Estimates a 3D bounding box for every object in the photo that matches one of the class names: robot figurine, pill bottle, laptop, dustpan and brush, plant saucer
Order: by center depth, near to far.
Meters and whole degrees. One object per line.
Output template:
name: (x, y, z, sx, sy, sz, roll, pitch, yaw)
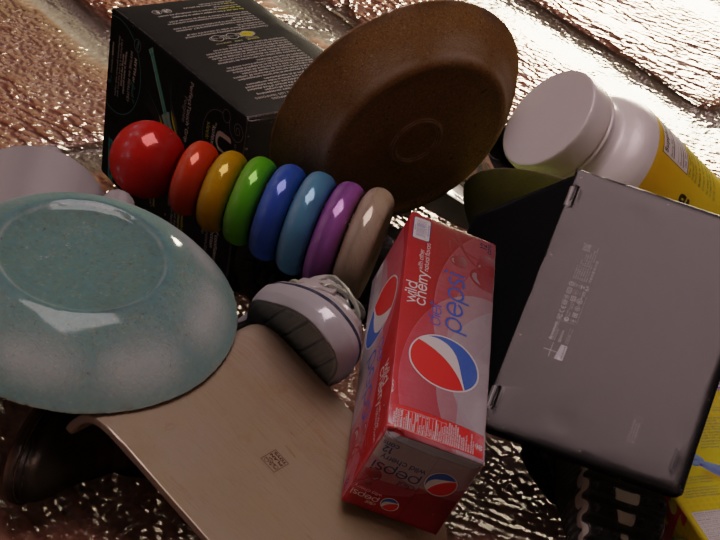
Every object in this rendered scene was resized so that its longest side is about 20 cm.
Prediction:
plant saucer: (-0.170, 0.004, 1.066, 0.200, 0.039, 0.202, 8, 38, -7)
laptop: (0.133, 0.046, 1.134, 0.199, 0.116, 0.188, 18, 67, 13)
robot figurine: (-0.230, -0.009, 1.198, 0.169, 0.113, 0.200, -22, 29, 11)
plant saucer: (0.033, -0.102, 1.260, 0.199, 0.201, 0.036, -8, 49, -29)
plant saucer: (0.160, -0.008, 1.289, 0.199, 0.200, 0.031, 21, 72, 17)
pill bottle: (0.200, -0.058, 1.328, 0.200, 0.112, 0.113, 38, 15, -32)
dustpan and brush: (0.019, -0.083, 1.449, 0.139, 0.057, 0.200, 30, 14, -30)

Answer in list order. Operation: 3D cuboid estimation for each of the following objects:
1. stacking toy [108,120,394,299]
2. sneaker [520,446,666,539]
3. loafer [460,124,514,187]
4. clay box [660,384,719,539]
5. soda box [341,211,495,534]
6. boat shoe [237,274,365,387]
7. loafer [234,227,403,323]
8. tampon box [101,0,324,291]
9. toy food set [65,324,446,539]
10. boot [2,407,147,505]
stacking toy: (-0.081, -0.048, 1.218, 0.199, 0.086, 0.085, 21, 31, 5)
sneaker: (0.145, 0.128, 1.135, 0.066, 0.090, 0.201, 20, 51, -24)
loafer: (0.135, -0.062, 1.452, 0.072, 0.063, 0.200, -6, 34, -27)
clay box: (0.235, 0.139, 1.159, 0.114, 0.048, 0.200, -1, 31, -18)
soda box: (0.038, 0.058, 1.070, 0.063, 0.070, 0.201, 22, 38, -10)
boat shoe: (-0.033, 0.029, 1.142, 0.067, 0.074, 0.200, -37, 10, -18)
loafer: (0.000, 0.000, 1.311, 0.199, 0.073, 0.071, 6, 19, -18)
tampon box: (-0.096, -0.104, 1.364, 0.126, 0.151, 0.200, -13, 38, -34)
toy food set: (-0.060, 0.130, 1.042, 0.200, 0.061, 0.143, 45, 45, 20)
boot: (-0.130, 0.098, 1.088, 0.097, 0.075, 0.200, 19, 29, 21)
